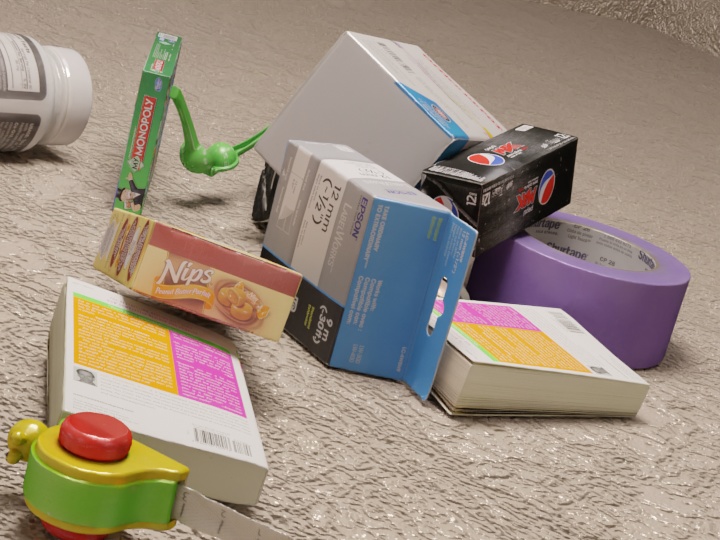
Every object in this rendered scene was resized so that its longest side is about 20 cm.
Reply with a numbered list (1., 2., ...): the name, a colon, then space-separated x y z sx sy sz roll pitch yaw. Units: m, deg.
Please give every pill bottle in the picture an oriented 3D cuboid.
1. pill bottle: -0.361 -0.170 1.621 0.199 0.115 0.113 0 23 -44

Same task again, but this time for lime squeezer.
1. lime squeezer: -0.142 -0.126 1.658 0.037 0.072 0.200 5 -3 26

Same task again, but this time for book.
1. book: -0.136 0.078 1.122 0.132 0.048 0.200 17 16 -15
2. book: 0.124 0.066 1.405 0.198 0.048 0.134 6 25 -36

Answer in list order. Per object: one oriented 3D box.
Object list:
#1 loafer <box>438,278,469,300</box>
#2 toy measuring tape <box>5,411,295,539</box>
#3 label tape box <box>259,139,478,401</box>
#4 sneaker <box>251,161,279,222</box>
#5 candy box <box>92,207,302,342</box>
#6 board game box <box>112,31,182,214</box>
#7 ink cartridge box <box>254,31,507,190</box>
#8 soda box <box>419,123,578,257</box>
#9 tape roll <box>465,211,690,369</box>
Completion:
1. loafer: 0.000 0.000 1.495 0.199 0.073 0.063 26 28 22
2. toy measuring tape: -0.124 0.131 0.950 0.199 0.074 0.073 23 18 24
3. label tape box: -0.003 -0.003 1.360 0.066 0.145 0.200 5 20 -34
4. sneaker: -0.056 -0.089 1.708 0.089 0.079 0.200 17 16 -4
5. candy box: -0.126 0.000 1.280 0.114 0.056 0.200 20 -1 -17
6. board game box: -0.203 -0.145 1.650 0.029 0.136 0.200 13 16 -7
7. ink cartridge box: 0.028 -0.119 1.621 0.147 0.145 0.200 45 18 15
8. soda box: 0.126 -0.075 1.548 0.063 0.072 0.199 17 24 28
9. tape roll: 0.203 0.013 1.608 0.198 0.086 0.200 15 17 -5
